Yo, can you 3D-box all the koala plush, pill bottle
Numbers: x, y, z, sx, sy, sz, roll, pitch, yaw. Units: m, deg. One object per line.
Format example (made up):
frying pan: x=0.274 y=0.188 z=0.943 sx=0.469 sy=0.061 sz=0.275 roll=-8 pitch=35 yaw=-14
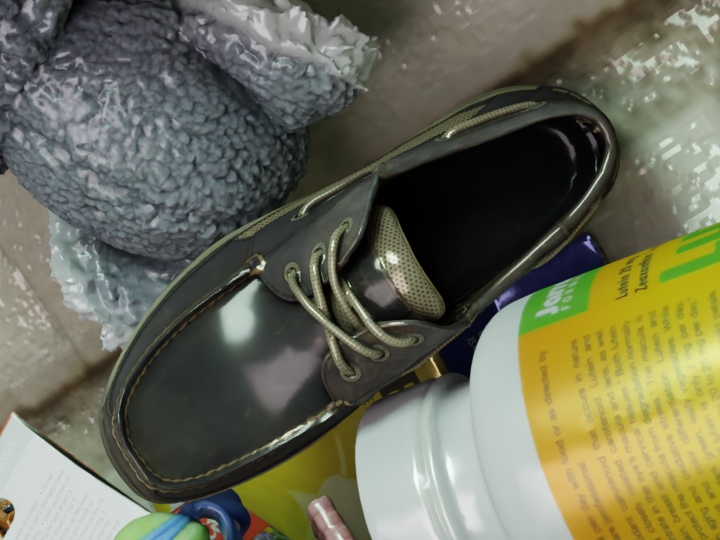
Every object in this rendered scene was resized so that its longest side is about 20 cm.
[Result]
koala plush: x=-0.104 y=-0.072 z=0.853 sx=0.200 sy=0.184 sz=0.177 roll=36 pitch=121 yaw=-1
pill bottle: x=0.104 y=0.047 z=0.788 sx=0.200 sy=0.111 sz=0.111 roll=-22 pitch=96 yaw=22

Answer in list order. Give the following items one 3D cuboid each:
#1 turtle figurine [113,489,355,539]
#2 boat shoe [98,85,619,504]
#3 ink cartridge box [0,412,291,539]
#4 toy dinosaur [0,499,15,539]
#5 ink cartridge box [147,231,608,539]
turtle figurine: x=-0.033 y=0.183 z=0.783 sx=0.194 sy=0.200 sz=0.144 roll=40 pitch=125 yaw=-2
boat shoe: x=0.000 y=0.000 z=0.804 sx=0.200 sy=0.073 sz=0.075 roll=-39 pitch=90 yaw=-13
ink cartridge box: x=-0.059 y=0.142 z=0.895 sx=0.200 sy=0.050 sz=0.109 roll=34 pitch=109 yaw=10
toy dinosaur: x=-0.192 y=0.137 z=0.973 sx=0.200 sy=0.136 sz=0.102 roll=-9 pitch=87 yaw=-12
ink cartridge box: x=0.044 y=0.116 z=0.900 sx=0.200 sy=0.047 sz=0.198 roll=-29 pitch=91 yaw=34
